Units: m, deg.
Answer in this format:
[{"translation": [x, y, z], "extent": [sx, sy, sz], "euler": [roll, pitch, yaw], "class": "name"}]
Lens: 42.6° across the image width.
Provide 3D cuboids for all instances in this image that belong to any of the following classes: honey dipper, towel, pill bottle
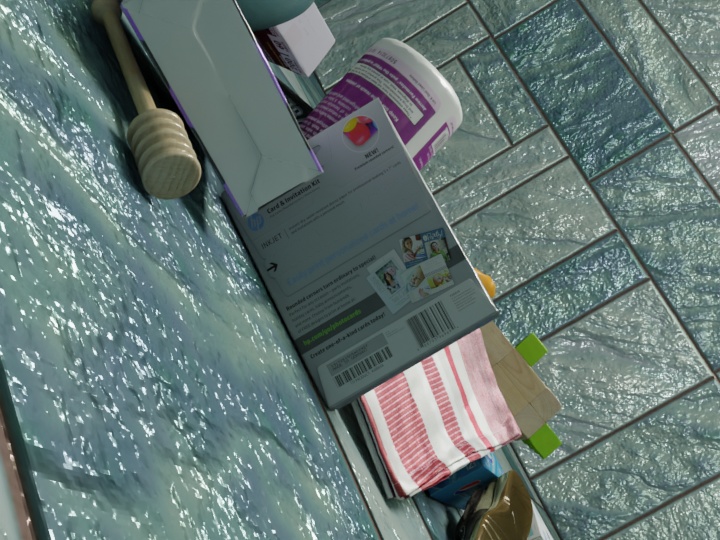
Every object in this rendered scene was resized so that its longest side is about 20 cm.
[{"translation": [-0.151, -0.128, 0.616], "extent": [0.201, 0.038, 0.038], "euler": [62, 6, 36], "class": "honey dipper"}, {"translation": [0.065, 0.110, 0.833], "extent": [0.199, 0.023, 0.146], "euler": [-12, 77, -51], "class": "towel"}, {"translation": [-0.008, -0.104, 0.847], "extent": [0.112, 0.200, 0.112], "euler": [42, -6, 6], "class": "pill bottle"}]

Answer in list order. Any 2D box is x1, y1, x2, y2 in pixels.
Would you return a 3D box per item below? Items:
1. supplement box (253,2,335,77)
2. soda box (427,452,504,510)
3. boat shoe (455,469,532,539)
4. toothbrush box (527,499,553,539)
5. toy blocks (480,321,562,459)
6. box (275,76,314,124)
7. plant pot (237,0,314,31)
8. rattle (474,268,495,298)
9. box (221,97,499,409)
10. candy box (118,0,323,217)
[{"translation": [-0.134, -0.307, 1.073], "extent": [0.199, 0.061, 0.109], "euler": [30, -13, 34], "class": "supplement box"}, {"translation": [0.113, 0.220, 1.042], "extent": [0.065, 0.067, 0.200], "euler": [63, 6, 23], "class": "soda box"}, {"translation": [0.131, 0.276, 0.950], "extent": [0.074, 0.064, 0.200], "euler": [59, 24, 1], "class": "boat shoe"}, {"translation": [0.210, 0.380, 1.035], "extent": [0.202, 0.085, 0.146], "euler": [60, 6, 3], "class": "toothbrush box"}, {"translation": [0.129, 0.107, 0.985], "extent": [0.201, 0.100, 0.137], "euler": [51, -12, 5], "class": "toy blocks"}, {"translation": [-0.083, -0.158, 1.008], "extent": [0.200, 0.050, 0.199], "euler": [44, -3, 25], "class": "box"}, {"translation": [-0.150, -0.309, 0.875], "extent": [0.199, 0.135, 0.202], "euler": [30, -39, 27], "class": "plant pot"}, {"translation": [0.063, -0.025, 1.217], "extent": [0.199, 0.141, 0.132], "euler": [20, -63, 54], "class": "rattle"}, {"translation": [-0.002, -0.014, 0.750], "extent": [0.202, 0.155, 0.041], "euler": [61, 4, 12], "class": "box"}, {"translation": [-0.115, -0.157, 0.705], "extent": [0.169, 0.071, 0.200], "euler": [62, -3, -28], "class": "candy box"}]
